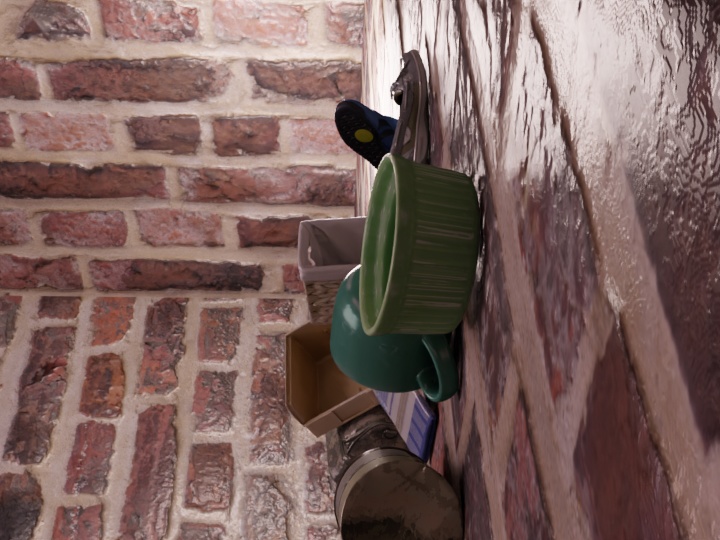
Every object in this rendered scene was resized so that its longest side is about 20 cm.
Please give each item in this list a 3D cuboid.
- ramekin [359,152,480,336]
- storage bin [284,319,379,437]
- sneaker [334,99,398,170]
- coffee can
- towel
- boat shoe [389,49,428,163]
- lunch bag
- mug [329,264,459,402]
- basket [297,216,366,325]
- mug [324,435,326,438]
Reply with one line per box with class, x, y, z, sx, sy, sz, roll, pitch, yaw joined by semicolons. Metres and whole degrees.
ramekin;0.064;-0.024;1.218;0.200;0.096;0.204;-173;90;-81
storage bin;-0.026;0.157;1.892;0.094;0.198;0.200;48;-159;-32
sneaker;0.027;-0.219;1.730;0.200;0.065;0.080;39;-130;-41
coffee can;0.041;0.299;1.347;0.200;0.144;0.149;121;150;-84
towel;0.055;0.173;1.603;0.201;0.023;0.148;58;158;32
boat shoe;0.070;-0.247;1.685;0.075;0.064;0.206;101;169;-74
lunch bag;0.023;0.265;1.931;0.201;0.137;0.169;-97;27;-54
mug;0.055;0.062;1.352;0.153;0.182;0.116;-56;-21;-49
basket;0.000;0.000;1.781;0.137;0.196;0.125;-93;0;-52
mug;-0.013;0.345;2.380;0.153;0.147;0.190;75;-160;-71
